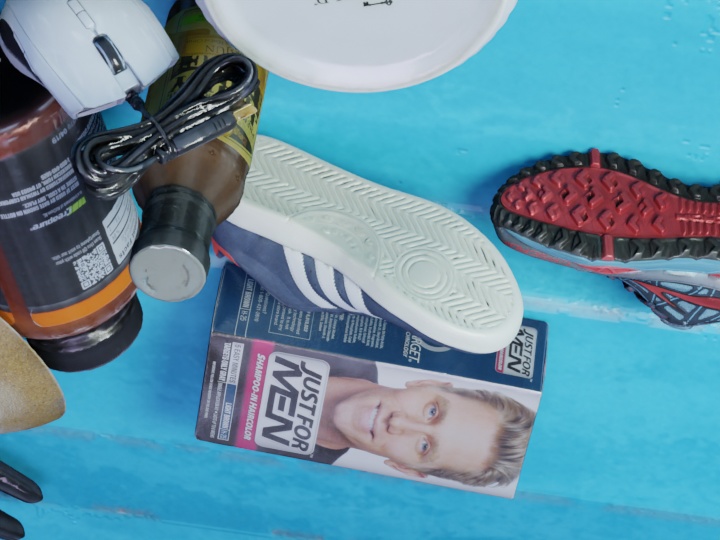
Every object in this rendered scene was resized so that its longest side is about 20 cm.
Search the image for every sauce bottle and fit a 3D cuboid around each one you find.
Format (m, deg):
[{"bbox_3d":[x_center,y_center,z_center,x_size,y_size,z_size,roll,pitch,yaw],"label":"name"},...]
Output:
[{"bbox_3d":[-0.086,-0.066,1.555,0.064,0.201,0.065,3,135,3],"label":"sauce bottle"}]

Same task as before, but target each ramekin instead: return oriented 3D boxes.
[{"bbox_3d":[-0.002,-0.179,1.493,0.201,0.095,0.203,2,136,2],"label":"ramekin"}]

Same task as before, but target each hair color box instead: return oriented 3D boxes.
[{"bbox_3d":[0.006,0.067,1.767,0.199,0.061,0.100,10,135,-1],"label":"hair color box"}]

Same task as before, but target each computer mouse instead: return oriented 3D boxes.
[{"bbox_3d":[-0.137,-0.113,1.533,0.109,0.200,0.044,-31,131,-15],"label":"computer mouse"}]

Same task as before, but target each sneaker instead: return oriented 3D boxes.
[{"bbox_3d":[0.000,0.000,1.664,0.199,0.075,0.085,30,143,17],"label":"sneaker"},{"bbox_3d":[0.167,-0.001,1.661,0.199,0.080,0.096,11,137,-1],"label":"sneaker"}]

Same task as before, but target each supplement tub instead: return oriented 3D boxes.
[{"bbox_3d":[-0.182,-0.035,1.666,0.106,0.107,0.201,-4,133,13],"label":"supplement tub"}]

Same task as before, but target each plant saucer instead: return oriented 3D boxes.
[{"bbox_3d":[-0.265,0.040,1.733,0.199,0.036,0.200,30,159,13],"label":"plant saucer"}]

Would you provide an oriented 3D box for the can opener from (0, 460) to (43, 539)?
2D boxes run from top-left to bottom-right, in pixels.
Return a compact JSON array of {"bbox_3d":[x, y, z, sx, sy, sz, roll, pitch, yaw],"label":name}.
[{"bbox_3d":[-0.293,0.114,1.875,0.199,0.079,0.064,22,95,-16],"label":"can opener"}]
